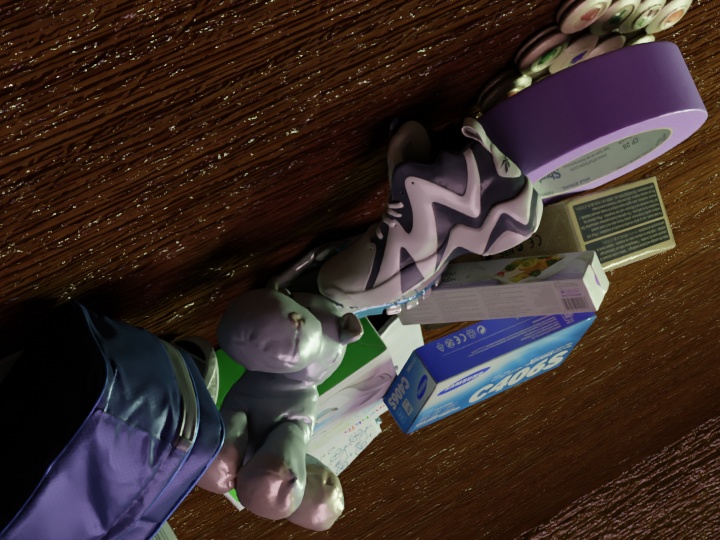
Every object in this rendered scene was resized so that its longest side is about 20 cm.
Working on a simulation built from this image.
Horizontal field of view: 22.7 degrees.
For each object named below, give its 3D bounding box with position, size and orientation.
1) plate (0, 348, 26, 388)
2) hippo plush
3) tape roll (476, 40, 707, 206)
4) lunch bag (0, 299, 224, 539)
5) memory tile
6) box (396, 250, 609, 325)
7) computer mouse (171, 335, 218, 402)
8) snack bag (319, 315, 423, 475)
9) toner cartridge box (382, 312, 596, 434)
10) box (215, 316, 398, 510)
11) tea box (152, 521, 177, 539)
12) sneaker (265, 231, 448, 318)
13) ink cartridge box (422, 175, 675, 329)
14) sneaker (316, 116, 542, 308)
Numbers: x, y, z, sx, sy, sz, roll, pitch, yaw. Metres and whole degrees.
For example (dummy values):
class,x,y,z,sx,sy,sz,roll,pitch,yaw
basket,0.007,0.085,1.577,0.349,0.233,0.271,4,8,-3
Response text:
class,x,y,z,sx,sy,sz,roll,pitch,yaw
plate,-0.275,0.118,1.415,0.199,0.026,0.200,-30,163,-11
hippo plush,-0.053,0.101,1.418,0.199,0.159,0.162,19,98,-54
tape roll,0.186,-0.117,1.498,0.199,0.066,0.200,-23,170,-4
lunch bag,-0.199,0.141,1.316,0.132,0.136,0.200,28,109,-35
memory tile,0.189,-0.181,1.489,0.153,0.017,0.199,-45,160,31
box,0.119,0.016,1.571,0.199,0.042,0.039,-6,-144,34
computer mouse,-0.170,0.151,1.500,0.044,0.109,0.201,34,84,-46
snack bag,0.004,0.132,1.850,0.200,0.021,0.189,-47,159,-15
toner cartridge box,0.123,0.083,1.695,0.199,0.043,0.095,-21,155,-31
box,-0.071,0.115,1.664,0.199,0.097,0.177,-34,160,-6
tea box,-0.302,0.271,1.582,0.197,0.134,0.199,-45,160,31
sneaker,0.000,0.000,1.534,0.199,0.075,0.087,-28,156,-20
ink cartridge box,0.167,-0.017,1.670,0.199,0.076,0.164,-21,176,41
sneaker,0.032,-0.057,1.417,0.198,0.130,0.080,-19,-152,28
